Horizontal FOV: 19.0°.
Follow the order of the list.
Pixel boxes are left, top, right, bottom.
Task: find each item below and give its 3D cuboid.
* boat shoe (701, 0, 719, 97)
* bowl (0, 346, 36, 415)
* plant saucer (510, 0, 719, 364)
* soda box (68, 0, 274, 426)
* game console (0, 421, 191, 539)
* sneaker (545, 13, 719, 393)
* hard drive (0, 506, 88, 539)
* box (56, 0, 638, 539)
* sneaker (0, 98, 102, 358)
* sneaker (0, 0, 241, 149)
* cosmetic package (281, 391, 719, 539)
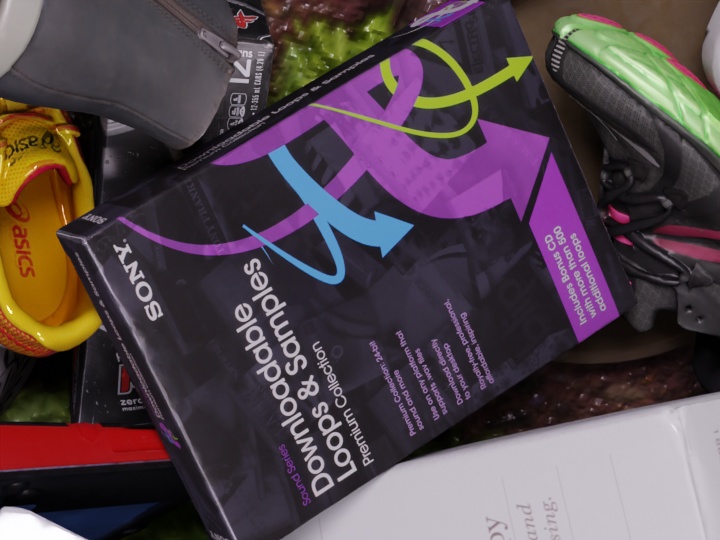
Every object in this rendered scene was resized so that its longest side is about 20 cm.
[{"bbox_3d":[0.228,-0.124,0.856,0.199,0.064,0.071,-34,119,9],"label":"boat shoe"},{"bbox_3d":[-0.224,0.031,0.873,0.199,0.094,0.202,-5,120,-8],"label":"bowl"},{"bbox_3d":[0.111,-0.052,0.926,0.198,0.030,0.201,-4,119,-7],"label":"plant saucer"},{"bbox_3d":[-0.081,-0.017,0.885,0.063,0.071,0.201,3,119,-11],"label":"soda box"},{"bbox_3d":[-0.161,0.105,0.874,0.176,0.031,0.200,5,156,-37],"label":"game console"},{"bbox_3d":[0.130,-0.020,0.888,0.084,0.077,0.200,-35,118,5],"label":"sneaker"},{"bbox_3d":[-0.090,0.154,0.886,0.131,0.200,0.025,26,71,1],"label":"hard drive"},{"bbox_3d":[0.000,0.000,0.835,0.199,0.036,0.144,-32,108,-18],"label":"box"},{"bbox_3d":[-0.136,-0.066,0.823,0.073,0.077,0.201,-24,102,-31],"label":"sneaker"},{"bbox_3d":[-0.096,-0.144,0.778,0.074,0.202,0.106,-13,155,42],"label":"sneaker"},{"bbox_3d":[0.098,0.145,0.875,0.199,0.166,0.169,-16,84,36],"label":"cosmetic package"}]
